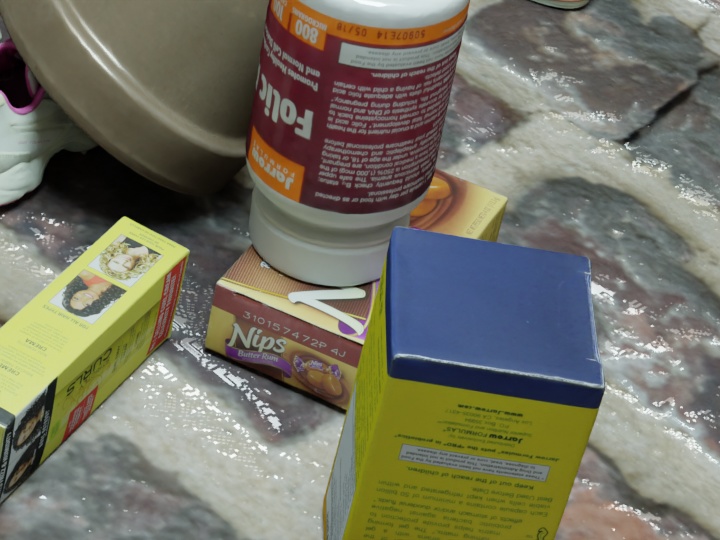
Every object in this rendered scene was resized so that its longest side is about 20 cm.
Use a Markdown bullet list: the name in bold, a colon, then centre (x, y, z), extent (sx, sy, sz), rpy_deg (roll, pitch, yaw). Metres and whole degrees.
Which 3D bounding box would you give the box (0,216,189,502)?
- **box**: centre (-0.171, 0.051, 1.306), extent (0.050, 0.075, 0.200), rpy_deg (26, 37, 12)

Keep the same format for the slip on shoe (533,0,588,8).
- **slip on shoe**: centre (0.091, -0.262, 1.807), extent (0.200, 0.061, 0.074), rpy_deg (16, 38, 6)

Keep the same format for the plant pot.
- **plant pot**: centre (-0.102, -0.177, 1.478), extent (0.200, 0.175, 0.200), rpy_deg (41, 19, -18)

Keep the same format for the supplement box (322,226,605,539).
- **supplement box**: centre (0.050, 0.093, 1.214), extent (0.109, 0.200, 0.109), rpy_deg (9, 37, -6)

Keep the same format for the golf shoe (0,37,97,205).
- **golf shoe**: centre (-0.204, -0.117, 1.500), extent (0.075, 0.092, 0.200), rpy_deg (22, 36, 13)

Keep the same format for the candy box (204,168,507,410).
- **candy box**: centre (0.000, 0.000, 1.441), extent (0.117, 0.057, 0.200), rpy_deg (23, 36, 14)

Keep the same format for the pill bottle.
- **pill bottle**: centre (-0.006, -0.098, 1.354), extent (0.114, 0.200, 0.114), rpy_deg (7, 36, -5)
